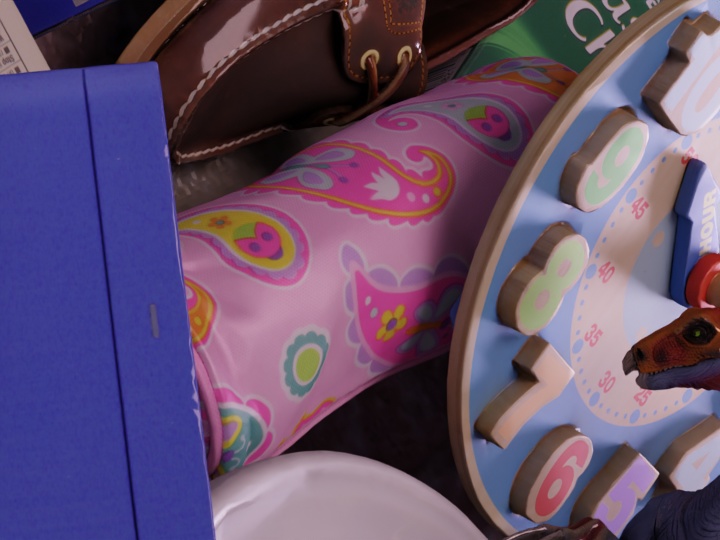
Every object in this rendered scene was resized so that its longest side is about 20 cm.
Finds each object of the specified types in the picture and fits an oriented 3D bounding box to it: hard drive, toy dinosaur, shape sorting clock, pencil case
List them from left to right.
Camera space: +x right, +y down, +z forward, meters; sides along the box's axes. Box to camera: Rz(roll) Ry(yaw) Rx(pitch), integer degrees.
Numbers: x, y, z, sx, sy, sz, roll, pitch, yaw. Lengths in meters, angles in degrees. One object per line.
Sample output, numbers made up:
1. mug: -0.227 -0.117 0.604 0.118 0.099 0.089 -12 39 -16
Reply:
1. hard drive: -0.140 0.024 0.696 0.199 0.025 0.133 -6 76 -9
2. pencil case: 0.000 0.000 0.893 0.199 0.087 0.088 -26 95 -38
3. toy dinosaur: 0.094 0.097 0.928 0.182 0.105 0.200 -64 173 4
4. shape sorting clock: 0.103 0.001 0.920 0.200 0.039 0.201 -27 129 -39

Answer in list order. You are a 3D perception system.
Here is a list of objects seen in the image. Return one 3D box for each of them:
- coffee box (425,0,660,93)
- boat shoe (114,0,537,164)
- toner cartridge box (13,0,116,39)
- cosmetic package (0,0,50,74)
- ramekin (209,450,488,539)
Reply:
1. coffee box: 0.074 -0.051 1.065 0.123 0.044 0.200 54 41 -18
2. boat shoe: -0.003 -0.082 0.947 0.070 0.070 0.200 43 45 9
3. toner cartridge box: -0.045 -0.127 0.916 0.200 0.095 0.043 -38 105 -50
4. cosmetic package: -0.154 -0.065 0.778 0.103 0.073 0.201 -38 105 -49
5. ramekin: -0.026 0.158 0.822 0.202 0.094 0.204 22 60 -44
